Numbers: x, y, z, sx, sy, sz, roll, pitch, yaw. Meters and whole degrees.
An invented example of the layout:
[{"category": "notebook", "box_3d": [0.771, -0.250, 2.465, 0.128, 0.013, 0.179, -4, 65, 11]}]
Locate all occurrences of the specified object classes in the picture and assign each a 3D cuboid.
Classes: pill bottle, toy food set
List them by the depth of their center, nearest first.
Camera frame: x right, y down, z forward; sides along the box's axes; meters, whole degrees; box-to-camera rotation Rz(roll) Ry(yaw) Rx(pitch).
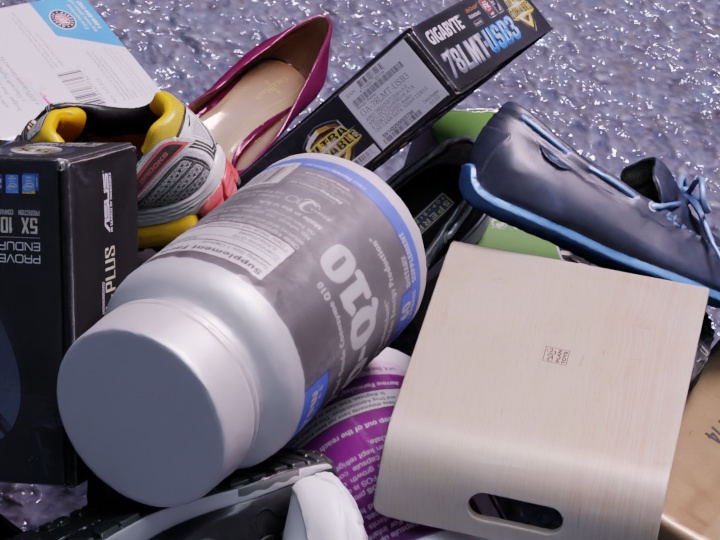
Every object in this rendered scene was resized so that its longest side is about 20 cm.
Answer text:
[{"category": "pill bottle", "box_3d": [-0.058, 0.029, 1.288, 0.114, 0.114, 0.200, 30, 37, 13]}, {"category": "toy food set", "box_3d": [0.098, 0.066, 1.358, 0.143, 0.061, 0.200, 11, 40, 8]}, {"category": "pill bottle", "box_3d": [0.021, 0.145, 1.364, 0.112, 0.112, 0.200, -6, 46, -26]}]

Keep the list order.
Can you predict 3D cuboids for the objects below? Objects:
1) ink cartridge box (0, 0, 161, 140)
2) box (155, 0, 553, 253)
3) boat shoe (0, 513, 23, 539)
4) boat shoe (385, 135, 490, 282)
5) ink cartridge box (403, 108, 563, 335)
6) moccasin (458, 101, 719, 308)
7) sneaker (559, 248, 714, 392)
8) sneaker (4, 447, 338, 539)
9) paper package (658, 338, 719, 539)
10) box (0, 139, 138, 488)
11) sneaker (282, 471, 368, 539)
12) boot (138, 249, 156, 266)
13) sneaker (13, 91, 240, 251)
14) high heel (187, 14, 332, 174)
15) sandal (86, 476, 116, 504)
[{"category": "ink cartridge box", "box_3d": [-0.231, -0.092, 1.563, 0.200, 0.068, 0.115, -16, 51, -34]}, {"category": "box", "box_3d": [-0.001, -0.078, 1.463, 0.050, 0.198, 0.200, 53, 25, -1]}, {"category": "boat shoe", "box_3d": [-0.173, 0.174, 1.300, 0.201, 0.063, 0.074, 35, 41, 16]}, {"category": "boat shoe", "box_3d": [0.002, 0.002, 1.436, 0.199, 0.068, 0.074, -39, 71, -18]}, {"category": "ink cartridge box", "box_3d": [0.073, 0.007, 1.540, 0.059, 0.104, 0.200, 1, 44, -18]}, {"category": "moccasin", "box_3d": [0.154, -0.033, 1.434, 0.200, 0.068, 0.080, 24, -6, -21]}, {"category": "sneaker", "box_3d": [0.148, 0.042, 1.504, 0.074, 0.080, 0.200, 10, 14, -15]}, {"category": "sneaker", "box_3d": [-0.096, 0.152, 1.276, 0.200, 0.088, 0.076, -21, 13, -28]}, {"category": "paper package", "box_3d": [0.238, 0.145, 1.452, 0.190, 0.104, 0.200, 30, 43, 14]}, {"category": "box", "box_3d": [-0.219, 0.016, 1.317, 0.199, 0.164, 0.086, 4, 10, 18]}, {"category": "sneaker", "box_3d": [-0.043, 0.196, 1.246, 0.099, 0.201, 0.078, 4, -2, -4]}, {"category": "boot", "box_3d": [-0.183, 0.005, 1.450, 0.199, 0.073, 0.151, 6, 25, -24]}, {"category": "sneaker", "box_3d": [-0.169, -0.053, 1.383, 0.199, 0.082, 0.078, -12, 44, 13]}, {"category": "high heel", "box_3d": [-0.076, -0.098, 1.569, 0.067, 0.096, 0.200, 32, 26, 1]}, {"category": "sandal", "box_3d": [-0.073, 0.155, 1.349, 0.200, 0.082, 0.055, 44, 27, 24]}]
